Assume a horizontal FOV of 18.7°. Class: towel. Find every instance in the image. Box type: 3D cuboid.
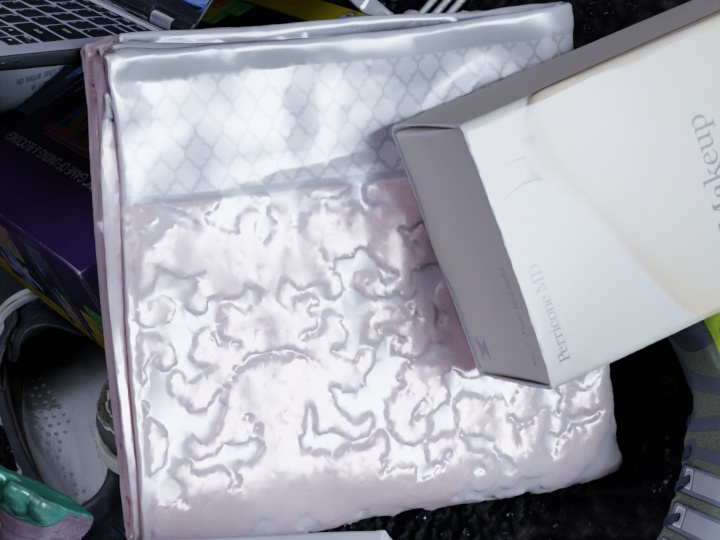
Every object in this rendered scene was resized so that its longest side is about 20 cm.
[{"bbox_3d":[0.000,0.000,0.823,0.198,0.032,0.193,-7,95,-18],"label":"towel"}]

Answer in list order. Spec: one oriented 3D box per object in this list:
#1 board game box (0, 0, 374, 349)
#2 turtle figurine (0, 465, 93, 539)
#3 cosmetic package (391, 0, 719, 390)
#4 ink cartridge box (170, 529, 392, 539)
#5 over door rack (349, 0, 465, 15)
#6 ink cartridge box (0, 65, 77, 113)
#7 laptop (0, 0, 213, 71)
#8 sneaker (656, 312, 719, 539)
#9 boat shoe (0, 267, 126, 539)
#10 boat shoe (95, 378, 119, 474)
[{"bbox_3d":[-0.075,-0.050,0.918,0.165,0.057,0.200,-37,27,-15],"label":"board game box"},{"bbox_3d":[-0.174,0.154,0.753,0.149,0.101,0.201,24,83,22],"label":"turtle figurine"},{"bbox_3d":[0.124,-0.043,0.811,0.199,0.104,0.073,-25,11,-18],"label":"cosmetic package"},{"bbox_3d":[-0.023,0.145,0.765,0.115,0.200,0.068,-6,60,22],"label":"ink cartridge box"},{"bbox_3d":[0.010,-0.203,1.035,0.148,0.067,0.200,-47,53,-6],"label":"over door rack"},{"bbox_3d":[-0.219,-0.118,1.021,0.163,0.200,0.076,8,108,29],"label":"ink cartridge box"},{"bbox_3d":[-0.137,-0.163,0.861,0.187,0.199,0.117,28,119,45],"label":"laptop"},{"bbox_3d":[0.134,0.096,0.800,0.080,0.074,0.201,-23,52,18],"label":"sneaker"},{"bbox_3d":[-0.129,0.039,0.966,0.075,0.060,0.201,-33,53,5],"label":"boat shoe"},{"bbox_3d":[-0.036,0.005,0.911,0.201,0.061,0.072,-40,54,-20],"label":"boat shoe"}]
